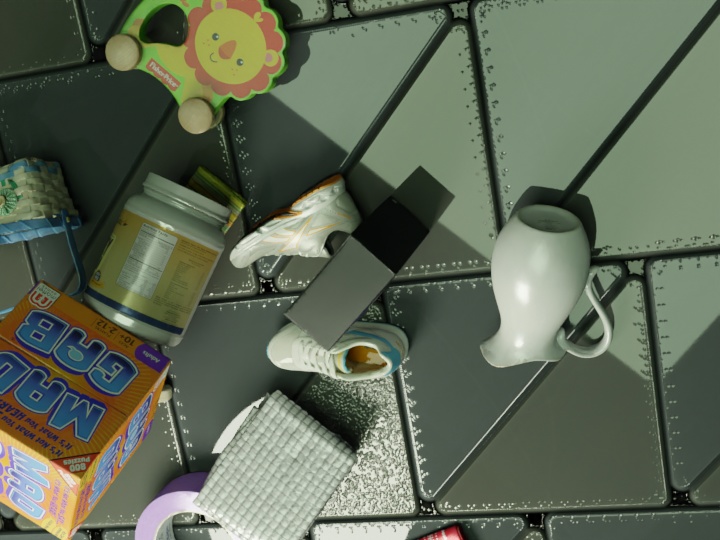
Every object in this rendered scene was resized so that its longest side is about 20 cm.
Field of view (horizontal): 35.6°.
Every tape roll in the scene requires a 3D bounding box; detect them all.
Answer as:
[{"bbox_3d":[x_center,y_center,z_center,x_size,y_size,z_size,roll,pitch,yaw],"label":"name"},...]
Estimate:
[{"bbox_3d":[-0.236,0.409,1.693,0.199,0.066,0.201,4,108,13],"label":"tape roll"}]

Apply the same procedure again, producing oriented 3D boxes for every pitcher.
[{"bbox_3d":[0.247,0.024,1.424,0.171,0.121,0.201,2,119,-5],"label":"pitcher"}]

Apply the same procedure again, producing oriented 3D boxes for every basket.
[{"bbox_3d":[-0.482,-0.047,1.578,0.176,0.139,0.201,-14,93,18],"label":"basket"}]

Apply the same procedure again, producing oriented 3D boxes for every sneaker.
[{"bbox_3d":[-0.086,-0.042,1.510,0.200,0.076,0.092,-30,101,23],"label":"sneaker"},{"bbox_3d":[-0.039,0.109,1.537,0.199,0.081,0.077,-3,108,17],"label":"sneaker"}]

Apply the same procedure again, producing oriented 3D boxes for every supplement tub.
[{"bbox_3d":[-0.266,-0.015,1.486,0.144,0.144,0.201,24,88,7],"label":"supplement tub"}]

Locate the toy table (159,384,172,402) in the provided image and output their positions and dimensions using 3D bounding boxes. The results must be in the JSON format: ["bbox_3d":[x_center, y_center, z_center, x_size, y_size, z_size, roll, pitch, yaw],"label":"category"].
[{"bbox_3d":[-0.381,0.185,1.635,0.183,0.117,0.201,16,111,10],"label":"toy table"}]

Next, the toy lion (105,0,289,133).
[{"bbox_3d":[-0.199,-0.290,1.447,0.200,0.069,0.192,40,105,-1],"label":"toy lion"}]

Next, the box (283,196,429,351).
[{"bbox_3d":[0.000,0.000,1.427,0.079,0.200,0.141,39,113,1],"label":"box"}]

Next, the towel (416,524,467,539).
[{"bbox_3d":[0.094,0.465,1.642,0.199,0.022,0.145,-27,97,21],"label":"towel"}]

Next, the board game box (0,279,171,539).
[{"bbox_3d":[-0.390,0.180,1.428,0.200,0.200,0.200,31,141,3],"label":"board game box"}]

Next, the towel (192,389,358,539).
[{"bbox_3d":[-0.116,0.291,1.589,0.165,0.086,0.200,34,89,11],"label":"towel"}]

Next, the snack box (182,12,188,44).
[{"bbox_3d":[-0.192,-0.351,1.467,0.072,0.024,0.201,11,109,11],"label":"snack box"}]

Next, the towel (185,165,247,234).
[{"bbox_3d":[-0.244,-0.047,1.581,0.086,0.018,0.200,40,113,5],"label":"towel"}]
